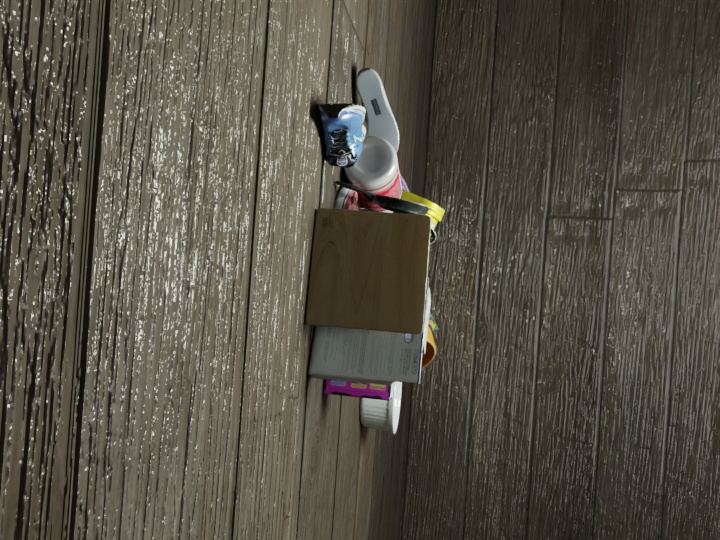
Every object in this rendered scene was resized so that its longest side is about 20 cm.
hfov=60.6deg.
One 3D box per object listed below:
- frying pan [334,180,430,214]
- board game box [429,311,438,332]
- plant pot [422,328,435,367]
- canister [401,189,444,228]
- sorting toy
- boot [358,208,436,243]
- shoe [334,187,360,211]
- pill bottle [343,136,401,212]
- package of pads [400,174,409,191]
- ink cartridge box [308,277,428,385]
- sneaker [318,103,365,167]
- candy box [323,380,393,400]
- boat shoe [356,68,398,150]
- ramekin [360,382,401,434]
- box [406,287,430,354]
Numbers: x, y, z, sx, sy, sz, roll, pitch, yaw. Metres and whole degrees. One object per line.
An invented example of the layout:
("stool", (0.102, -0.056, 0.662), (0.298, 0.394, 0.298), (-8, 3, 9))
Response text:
("frying pan", (0.053, -0.136, 1.203), (0.115, 0.189, 0.031), (17, -85, 54))
("board game box", (0.139, 0.056, 1.582), (0.201, 0.023, 0.105), (61, -1, -18))
("plant pot", (0.076, 0.140, 1.553), (0.201, 0.199, 0.184), (81, 1, -53))
("canister", (0.091, -0.081, 1.456), (0.086, 0.148, 0.201), (24, 94, -50))
("sorting toy", (0.017, 0.003, 1.071), (0.070, 0.197, 0.201), (59, 36, -80))
("boot", (0.089, -0.086, 1.265), (0.200, 0.181, 0.073), (7, -90, 55))
("shoe", (-0.007, -0.085, 1.207), (0.072, 0.090, 0.201), (82, 15, -49))
("pill bottle", (0.032, -0.193, 1.332), (0.200, 0.112, 0.113), (67, 29, -69))
("package of pads", (0.081, -0.178, 1.591), (0.200, 0.075, 0.121), (57, 34, -44))
("ink cartridge box", (0.018, 0.103, 1.109), (0.043, 0.199, 0.198), (70, 27, -67))
("sneaker", (-0.027, -0.231, 1.078), (0.200, 0.078, 0.090), (39, 53, -78))
("candy box", (0.005, 0.154, 1.244), (0.061, 0.135, 0.201), (49, 46, -78))
("boat shoe", (0.036, -0.343, 1.344), (0.066, 0.070, 0.201), (-80, 151, -62))
("ramekin", (0.060, 0.358, 1.757), (0.200, 0.097, 0.202), (5, 90, -81))
("box", (0.029, 0.088, 1.173), (0.060, 0.199, 0.117), (71, 26, -62))
